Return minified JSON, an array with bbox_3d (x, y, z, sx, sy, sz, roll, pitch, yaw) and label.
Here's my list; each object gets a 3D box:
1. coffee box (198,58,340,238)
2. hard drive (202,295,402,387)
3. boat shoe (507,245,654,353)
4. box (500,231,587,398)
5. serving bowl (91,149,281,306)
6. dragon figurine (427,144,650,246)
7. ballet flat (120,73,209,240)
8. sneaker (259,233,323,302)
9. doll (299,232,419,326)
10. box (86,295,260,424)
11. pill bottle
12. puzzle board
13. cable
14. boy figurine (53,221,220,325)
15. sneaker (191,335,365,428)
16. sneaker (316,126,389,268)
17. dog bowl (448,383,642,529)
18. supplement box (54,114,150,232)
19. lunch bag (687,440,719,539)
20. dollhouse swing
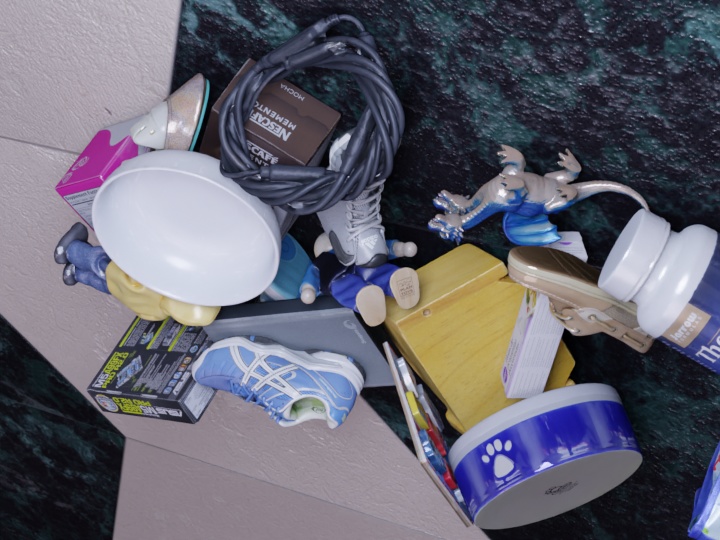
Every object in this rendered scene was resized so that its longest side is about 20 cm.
[{"bbox_3d":[-0.106,-0.112,1.606,0.113,0.080,0.200,31,148,3],"label":"coffee box"},{"bbox_3d":[-0.062,0.085,1.752,0.199,0.033,0.140,-6,137,28],"label":"hard drive"},{"bbox_3d":[0.214,0.033,1.464,0.199,0.065,0.071,19,-161,-29],"label":"boat shoe"},{"bbox_3d":[0.183,0.047,1.555,0.041,0.039,0.201,1,132,-11],"label":"box"},{"bbox_3d":[-0.170,-0.053,1.584,0.198,0.066,0.201,11,139,9],"label":"serving bowl"},{"bbox_3d":[0.164,-0.063,1.448,0.198,0.059,0.100,3,148,-9],"label":"dragon figurine"},{"bbox_3d":[-0.214,-0.118,1.624,0.067,0.068,0.201,10,115,-21],"label":"ballet flat"},{"bbox_3d":[-0.103,0.032,1.790,0.130,0.080,0.200,-22,120,42],"label":"sneaker"},{"bbox_3d":[0.000,0.000,1.630,0.200,0.136,0.049,35,149,64],"label":"doll"},{"bbox_3d":[-0.215,0.087,1.859,0.159,0.201,0.044,2,138,38],"label":"box"},{"bbox_3d":[0.320,0.029,1.396,0.199,0.111,0.111,30,148,-1],"label":"pill bottle"},{"bbox_3d":[0.079,0.181,1.703,0.017,0.152,0.200,-22,147,7],"label":"puzzle board"},{"bbox_3d":[-0.050,-0.135,1.456,0.199,0.051,0.164,-29,85,23],"label":"cable"},{"bbox_3d":[-0.244,0.007,1.711,0.199,0.065,0.125,16,145,23],"label":"boy figurine"},{"bbox_3d":[-0.098,0.126,1.726,0.198,0.077,0.076,5,142,15],"label":"sneaker"},{"bbox_3d":[0.010,-0.066,1.533,0.200,0.074,0.116,129,124,-66],"label":"sneaker"},{"bbox_3d":[0.199,0.202,1.664,0.200,0.199,0.079,111,142,-58],"label":"dog bowl"},{"bbox_3d":[-0.232,-0.065,1.760,0.103,0.102,0.200,-7,131,46],"label":"supplement box"},{"bbox_3d":[0.421,0.210,1.480,0.169,0.201,0.128,26,148,8],"label":"lunch bag"},{"bbox_3d":[0.109,0.054,1.693,0.181,0.176,0.200,-30,123,8],"label":"dollhouse swing"}]
